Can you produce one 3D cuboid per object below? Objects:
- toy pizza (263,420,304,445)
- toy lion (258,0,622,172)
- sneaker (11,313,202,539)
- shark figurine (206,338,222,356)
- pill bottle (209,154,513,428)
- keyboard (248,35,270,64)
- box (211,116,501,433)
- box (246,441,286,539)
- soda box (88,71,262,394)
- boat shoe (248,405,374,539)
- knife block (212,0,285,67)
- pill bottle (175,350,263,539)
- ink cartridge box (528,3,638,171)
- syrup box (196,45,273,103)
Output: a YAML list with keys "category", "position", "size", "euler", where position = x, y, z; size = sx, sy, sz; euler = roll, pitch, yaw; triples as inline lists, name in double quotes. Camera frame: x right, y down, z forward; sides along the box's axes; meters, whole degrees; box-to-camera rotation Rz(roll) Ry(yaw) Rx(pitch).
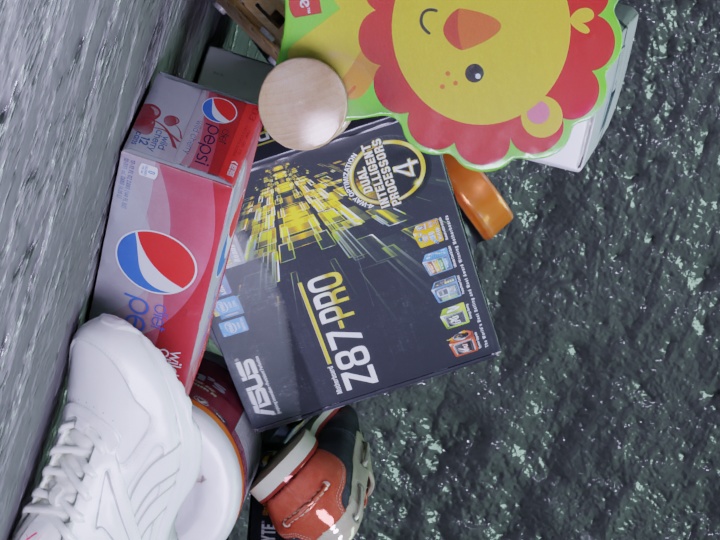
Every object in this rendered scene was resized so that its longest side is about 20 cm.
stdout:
- category: "toy pizza"
  position: [-0.051, 0.058, 1.776]
  size: [0.200, 0.032, 0.201]
  euler: [-49, -153, 35]
- category: "toy lion"
  position: [0.035, -0.147, 1.298]
  size: [0.069, 0.190, 0.202]
  euler: [-61, 140, -85]
- category: "sneaker"
  position: [-0.141, 0.123, 1.350]
  size: [0.099, 0.078, 0.201]
  euler: [-20, 119, -40]
- category: "shark figurine"
  position: [-0.079, 0.035, 1.748]
  size: [0.214, 0.089, 0.129]
  euler: [-49, 120, -75]
- category: "pill bottle"
  position: [0.000, 0.000, 1.618]
  size: [0.200, 0.106, 0.106]
  euler: [-38, 179, 0]
- category: "keyboard"
  position: [-0.049, -0.157, 1.608]
  size: [0.200, 0.011, 0.057]
  euler: [52, 55, -65]
- category: "box"
  position: [-0.017, -0.009, 1.485]
  size: [0.049, 0.160, 0.201]
  euler: [-103, 176, -49]
- category: "box"
  position: [-0.053, 0.221, 1.622]
  size: [0.200, 0.046, 0.160]
  euler: [-93, -173, -68]
- category: "soda box"
  position: [-0.105, -0.007, 1.380]
  size: [0.201, 0.063, 0.070]
  euler: [106, 1, -46]
- category: "boat shoe"
  position: [-0.022, 0.126, 1.562]
  size: [0.071, 0.063, 0.200]
  euler: [-47, -179, 8]
- category: "knife block"
  position: [-0.006, -0.200, 1.460]
  size: [0.176, 0.064, 0.200]
  euler: [-46, 178, -2]
- category: "pill bottle"
  position: [-0.116, 0.110, 1.557]
  size: [0.200, 0.109, 0.110]
  euler: [-71, 179, -80]
- category: "ink cartridge box"
  position: [0.084, -0.130, 1.553]
  size: [0.200, 0.145, 0.086]
  euler: [-49, 153, -74]
- category: "syrup box"
  position: [-0.072, -0.075, 1.654]
  size: [0.200, 0.078, 0.082]
  euler: [106, 2, -79]
